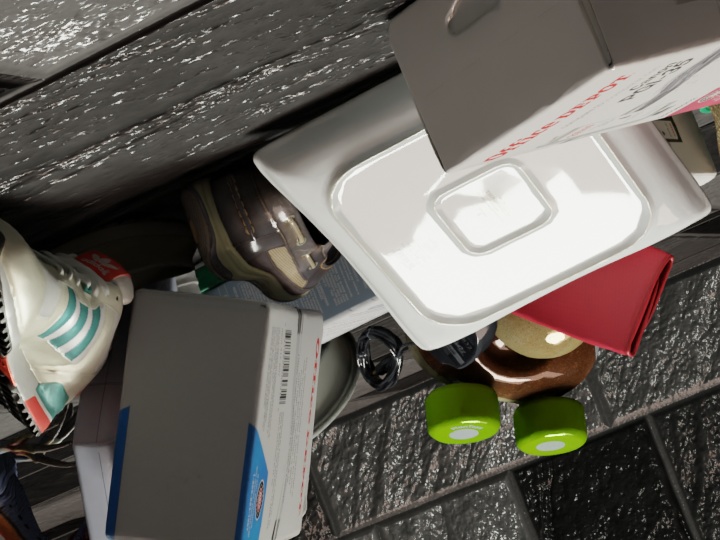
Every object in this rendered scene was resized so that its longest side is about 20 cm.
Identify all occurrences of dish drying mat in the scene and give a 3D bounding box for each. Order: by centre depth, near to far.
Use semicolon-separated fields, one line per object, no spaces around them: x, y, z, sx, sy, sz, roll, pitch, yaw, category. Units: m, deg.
0.120;-0.005;1.538;0.199;0.077;0.018;22;-178;39;dish drying mat

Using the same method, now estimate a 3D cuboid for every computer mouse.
0.047;0.045;1.577;0.034;0.059;0.200;-40;-176;-27;computer mouse

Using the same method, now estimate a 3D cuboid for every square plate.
0.073;-0.042;1.252;0.197;0.029;0.200;-27;132;17;square plate

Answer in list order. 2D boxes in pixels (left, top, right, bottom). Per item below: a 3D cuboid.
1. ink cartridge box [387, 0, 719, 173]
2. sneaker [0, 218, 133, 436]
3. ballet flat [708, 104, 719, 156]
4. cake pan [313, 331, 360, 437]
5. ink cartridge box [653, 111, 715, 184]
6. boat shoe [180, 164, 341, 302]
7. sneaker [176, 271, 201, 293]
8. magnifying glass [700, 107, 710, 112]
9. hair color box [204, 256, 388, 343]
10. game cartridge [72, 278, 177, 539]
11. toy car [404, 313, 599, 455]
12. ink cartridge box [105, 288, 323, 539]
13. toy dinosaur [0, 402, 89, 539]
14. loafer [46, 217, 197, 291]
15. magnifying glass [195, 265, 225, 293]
0.135;-0.124;1.089;0.199;0.083;0.146;-17;172;-35;ink cartridge box
-0.173;0.010;1.211;0.093;0.070;0.200;-43;158;-20;sneaker
0.259;-0.084;1.415;0.070;0.065;0.200;-32;134;7;ballet flat
-0.099;0.079;1.677;0.199;0.037;0.201;-14;-146;9;cake pan
0.121;-0.067;1.404;0.145;0.085;0.200;-25;173;22;ink cartridge box
-0.039;-0.027;1.342;0.073;0.075;0.200;-23;174;14;boat shoe
-0.149;0.075;1.605;0.073;0.116;0.200;-20;174;-23;sneaker
0.338;-0.160;1.628;0.199;0.023;0.080;-19;171;5;magnifying glass
0.000;0.000;1.549;0.199;0.061;0.099;-26;172;34;hair color box
-0.141;0.086;1.403;0.041;0.134;0.200;-4;-147;8;game cartridge
0.141;0.022;1.610;0.157;0.165;0.200;10;154;-32;toy car
-0.082;0.089;1.341;0.084;0.147;0.200;6;178;8;ink cartridge box
-0.238;0.122;1.416;0.199;0.183;0.105;-24;173;25;toy dinosaur
-0.183;0.027;1.331;0.199;0.069;0.076;-22;173;1;loafer
-0.046;-0.019;1.582;0.199;0.023;0.079;-28;171;28;magnifying glass
